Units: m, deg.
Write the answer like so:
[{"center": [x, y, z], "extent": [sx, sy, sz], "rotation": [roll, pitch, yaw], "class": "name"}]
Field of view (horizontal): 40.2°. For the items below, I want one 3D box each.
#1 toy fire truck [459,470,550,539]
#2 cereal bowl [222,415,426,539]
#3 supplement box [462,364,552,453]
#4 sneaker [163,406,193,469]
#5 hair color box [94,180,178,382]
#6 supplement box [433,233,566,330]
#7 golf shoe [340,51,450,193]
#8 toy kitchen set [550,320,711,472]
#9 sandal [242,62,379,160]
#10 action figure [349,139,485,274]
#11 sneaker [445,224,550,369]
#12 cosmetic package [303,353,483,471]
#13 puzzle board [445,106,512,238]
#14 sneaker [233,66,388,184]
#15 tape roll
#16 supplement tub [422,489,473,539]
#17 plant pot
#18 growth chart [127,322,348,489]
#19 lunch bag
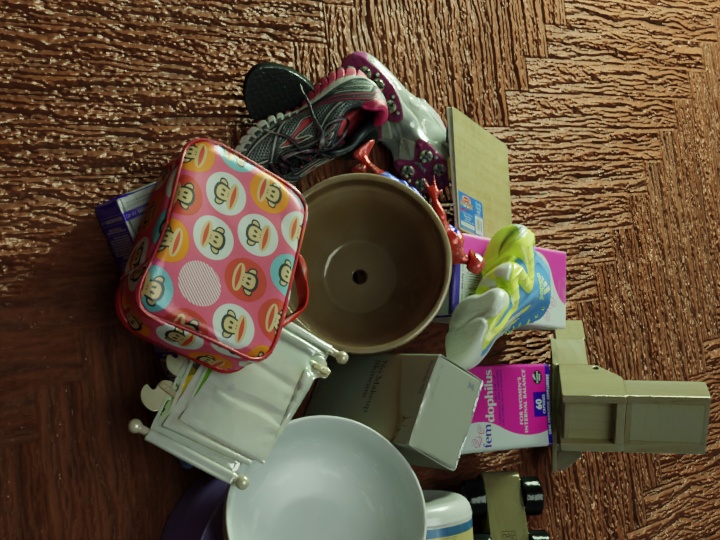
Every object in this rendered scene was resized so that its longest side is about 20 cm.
[{"center": [0.182, 0.359, 1.227], "extent": [0.127, 0.200, 0.178], "rotation": [-2, 63, -8], "class": "toy fire truck"}, {"center": [-0.039, 0.249, 0.955], "extent": [0.198, 0.084, 0.202], "rotation": [7, 57, -11], "class": "cereal bowl"}, {"center": [0.130, 0.168, 1.200], "extent": [0.199, 0.103, 0.102], "rotation": [2, 84, -35], "class": "supplement box"}, {"center": [-0.119, 0.144, 1.051], "extent": [0.199, 0.066, 0.079], "rotation": [-25, 112, -36], "class": "sneaker"}, {"center": [-0.180, 0.005, 1.014], "extent": [0.109, 0.065, 0.202], "rotation": [-29, 104, -36], "class": "hair color box"}, {"center": [0.160, 0.019, 1.246], "extent": [0.199, 0.103, 0.102], "rotation": [9, 80, -35], "class": "supplement box"}, {"center": [0.048, -0.191, 1.213], "extent": [0.200, 0.075, 0.092], "rotation": [52, 37, -20], "class": "golf shoe"}, {"center": [0.338, 0.183, 1.282], "extent": [0.200, 0.179, 0.165], "rotation": [-73, 161, -65], "class": "toy kitchen set"}, {"center": [-0.063, -0.183, 1.128], "extent": [0.200, 0.075, 0.048], "rotation": [24, 27, -45], "class": "sandal"}, {"center": [0.071, -0.069, 1.145], "extent": [0.052, 0.066, 0.200], "rotation": [-35, 73, -25], "class": "action figure"}, {"center": [0.174, 0.047, 1.146], "extent": [0.105, 0.075, 0.201], "rotation": [43, 62, -27], "class": "sneaker"}, {"center": [0.029, 0.150, 1.071], "extent": [0.073, 0.199, 0.104], "rotation": [33, 66, -30], "class": "cosmetic package"}, {"center": [0.152, -0.109, 1.256], "extent": [0.200, 0.017, 0.152], "rotation": [15, 70, -61], "class": "puzzle board"}, {"center": [-0.060, -0.140, 1.070], "extent": [0.200, 0.075, 0.081], "rotation": [-41, 138, 1], "class": "sneaker"}, {"center": [-0.104, 0.303, 1.028], "extent": [0.199, 0.085, 0.202], "rotation": [5, 82, -37], "class": "tape roll"}, {"center": [0.060, 0.359, 1.109], "extent": [0.144, 0.144, 0.202], "rotation": [0, 86, -37], "class": "supplement tub"}, {"center": [0.000, 0.000, 1.108], "extent": [0.199, 0.093, 0.203], "rotation": [0, 77, -1], "class": "plant pot"}, {"center": [-0.119, 0.112, 0.958], "extent": [0.144, 0.018, 0.200], "rotation": [34, 55, 6], "class": "growth chart"}, {"center": [-0.127, -0.009, 0.947], "extent": [0.175, 0.082, 0.202], "rotation": [27, 60, -24], "class": "lunch bag"}]
